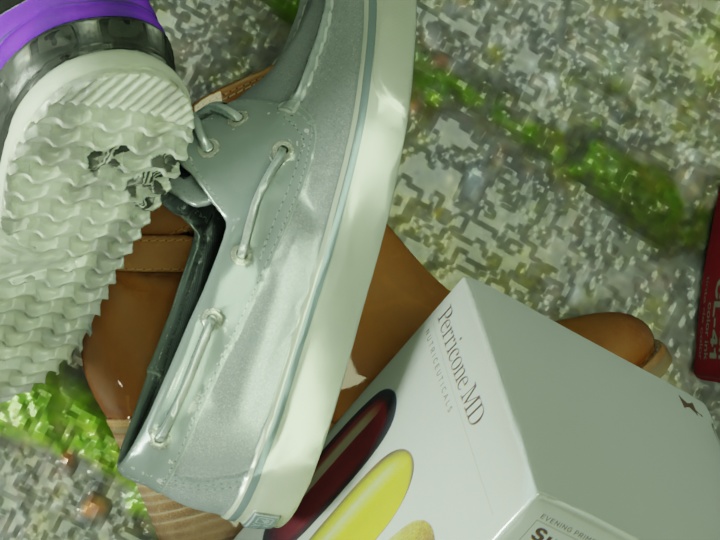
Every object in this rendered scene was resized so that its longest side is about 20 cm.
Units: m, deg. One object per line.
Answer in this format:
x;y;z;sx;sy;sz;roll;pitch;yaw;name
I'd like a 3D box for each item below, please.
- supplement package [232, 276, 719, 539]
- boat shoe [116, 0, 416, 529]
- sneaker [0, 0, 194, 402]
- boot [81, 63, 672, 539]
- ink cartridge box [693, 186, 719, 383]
0.024;0.122;0.932;0.109;0.114;0.200;27;116;-28;supplement package
-0.032;-0.021;0.925;0.071;0.070;0.201;15;80;-13;boat shoe
-0.118;-0.035;0.941;0.069;0.200;0.100;5;52;-35;sneaker
0.000;0.000;0.995;0.200;0.074;0.155;-16;92;-14;boot
0.216;0.014;0.975;0.147;0.200;0.086;11;90;-12;ink cartridge box
